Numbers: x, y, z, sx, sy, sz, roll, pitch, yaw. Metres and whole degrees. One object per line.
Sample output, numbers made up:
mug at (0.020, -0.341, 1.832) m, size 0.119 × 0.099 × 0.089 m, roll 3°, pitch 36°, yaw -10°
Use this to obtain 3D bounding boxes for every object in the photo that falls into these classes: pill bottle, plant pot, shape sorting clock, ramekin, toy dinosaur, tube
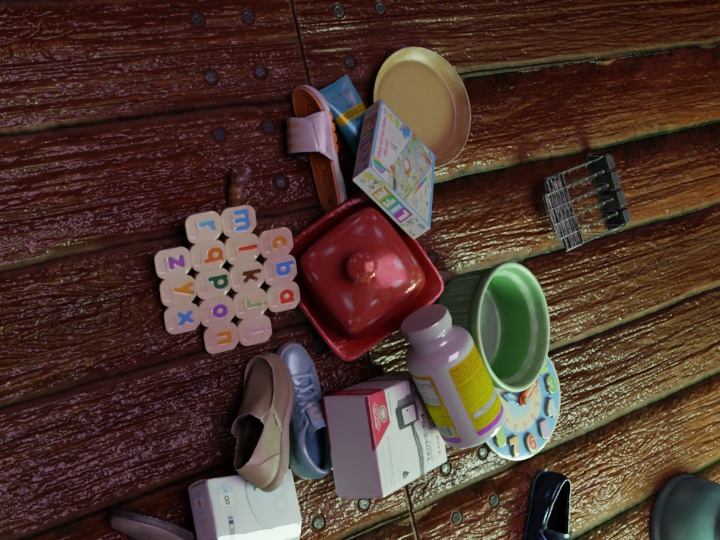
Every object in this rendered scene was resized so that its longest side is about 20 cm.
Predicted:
pill bottle at (0.131, 0.152, 1.366) m, size 0.104 × 0.104 × 0.201 m, roll -38°, pitch 114°, yaw -30°
plant pot at (0.097, -0.266, 1.546) m, size 0.199 × 0.027 × 0.202 m, roll 4°, pitch 82°, yaw -32°
shape sorting clock at (0.271, 0.222, 1.598) m, size 0.199 × 0.039 × 0.202 m, roll 4°, pitch 82°, yaw -33°
ramekin at (0.206, 0.090, 1.483) m, size 0.199 × 0.097 × 0.202 m, roll 6°, pitch 81°, yaw -46°
plant pot at (0.666, 0.492, 1.772) m, size 0.199 × 0.134 × 0.202 m, roll 4°, pitch 82°, yaw -32°
toy dinosaur at (-0.182, -0.047, 1.332) m, size 0.105 × 0.060 × 0.201 m, roll 18°, pitch 74°, yaw -1°
tube at (0.006, -0.206, 1.472) m, size 0.077 × 0.050 × 0.201 m, roll -40°, pitch 102°, yaw -46°

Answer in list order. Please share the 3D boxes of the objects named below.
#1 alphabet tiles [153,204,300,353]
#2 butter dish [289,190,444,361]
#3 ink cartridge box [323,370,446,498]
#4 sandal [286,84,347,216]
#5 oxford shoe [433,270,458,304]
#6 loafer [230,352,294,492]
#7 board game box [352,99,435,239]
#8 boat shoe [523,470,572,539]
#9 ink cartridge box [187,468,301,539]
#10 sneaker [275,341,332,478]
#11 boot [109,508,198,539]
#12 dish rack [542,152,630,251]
alphabet tiles at (-0.182, 0.012, 1.297) m, size 0.194 × 0.015 × 0.202 m, roll -13°, pitch 108°, yaw -19°
butter dish at (0.000, 0.000, 1.334) m, size 0.199 × 0.148 × 0.201 m, roll -36°, pitch 87°, yaw -5°
ink cartridge box at (0.040, 0.234, 1.375) m, size 0.200 × 0.083 × 0.147 m, roll -10°, pitch 91°, yaw -57°
sandal at (-0.072, -0.172, 1.393) m, size 0.059 × 0.079 × 0.208 m, roll -19°, pitch 97°, yaw -36°
oxford shoe at (0.096, 0.043, 1.481) m, size 0.199 × 0.075 × 0.071 m, roll -18°, pitch 94°, yaw -33°
loafer at (-0.137, 0.198, 1.279) m, size 0.068 × 0.075 × 0.201 m, roll 28°, pitch 43°, yaw -41°
board game box at (0.054, -0.155, 1.407) m, size 0.134 × 0.034 × 0.201 m, roll 43°, pitch 32°, yaw -24°
boat shoe at (0.320, 0.444, 1.588) m, size 0.084 × 0.068 × 0.202 m, roll 4°, pitch 83°, yaw -33°
ink cartridge box at (-0.139, 0.372, 1.251) m, size 0.160 × 0.047 × 0.201 m, roll 7°, pitch 62°, yaw -51°
sneaker at (-0.071, 0.200, 1.350) m, size 0.074 × 0.082 × 0.202 m, roll -14°, pitch 92°, yaw -34°
boot at (-0.256, 0.397, 1.217) m, size 0.199 × 0.068 × 0.131 m, roll 33°, pitch 69°, yaw -27°
dish rack at (0.407, -0.125, 1.719) m, size 0.199 × 0.054 × 0.154 m, roll -22°, pitch 96°, yaw -31°
